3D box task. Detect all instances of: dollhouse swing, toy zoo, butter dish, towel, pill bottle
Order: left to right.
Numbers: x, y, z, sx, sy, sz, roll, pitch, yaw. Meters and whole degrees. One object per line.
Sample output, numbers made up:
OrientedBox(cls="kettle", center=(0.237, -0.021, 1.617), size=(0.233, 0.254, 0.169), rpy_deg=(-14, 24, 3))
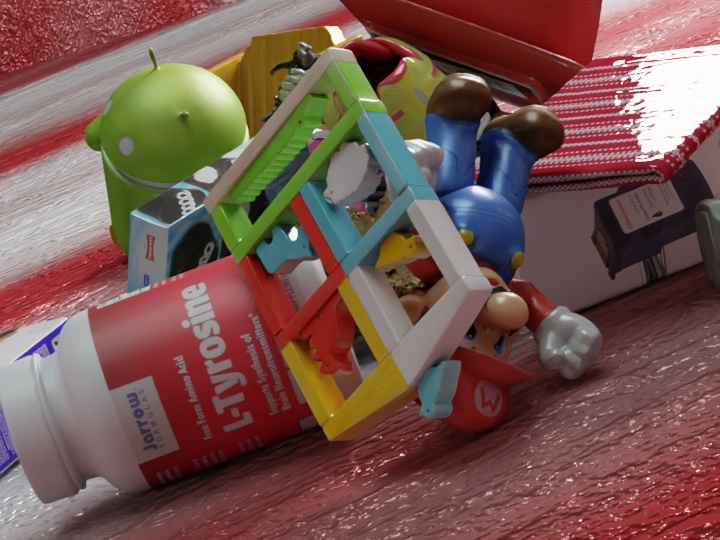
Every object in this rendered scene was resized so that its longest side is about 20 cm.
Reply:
OrientedBox(cls="pill bottle", center=(-0.105, 0.062, 1.264), size=(0.199, 0.113, 0.112), rpy_deg=(-21, 13, -2))
OrientedBox(cls="dollhouse swing", center=(-0.121, -0.120, 1.912), size=(0.175, 0.183, 0.200), rpy_deg=(-4, 3, -34))
OrientedBox(cls="toy zoo", center=(-0.004, -0.002, 1.160), size=(0.020, 0.200, 0.131), rpy_deg=(2, -40, -45))
OrientedBox(cls="butter dish", center=(0.098, -0.206, 1.538), size=(0.199, 0.148, 0.199), rpy_deg=(20, -2, 13))
OrientedBox(cls="towel", center=(0.165, -0.092, 1.317), size=(0.144, 0.023, 0.200), rpy_deg=(-4, 24, 36))

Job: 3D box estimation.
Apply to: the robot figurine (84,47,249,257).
OrientedBox(cls="robot figurine", center=(-0.142, -0.077, 1.688), size=(0.115, 0.200, 0.176), rpy_deg=(-21, 52, -17))

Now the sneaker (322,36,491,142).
OrientedBox(cls="sneaker", center=(0.012, -0.129, 1.487), size=(0.078, 0.090, 0.200), rpy_deg=(-52, 28, -9))

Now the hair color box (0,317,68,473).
OrientedBox(cls="hair color box", center=(-0.275, 0.104, 1.448), size=(0.109, 0.065, 0.200), rpy_deg=(-14, 13, 26))

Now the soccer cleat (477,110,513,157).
OrientedBox(cls="soccer cleat", center=(0.141, -0.084, 1.541), size=(0.199, 0.087, 0.070), rpy_deg=(-26, 15, -25))

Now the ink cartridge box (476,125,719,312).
OrientedBox(cls="ink cartridge box", center=(0.167, -0.049, 1.369), size=(0.199, 0.085, 0.145), rpy_deg=(-21, 14, -7))

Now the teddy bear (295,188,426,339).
OrientedBox(cls="teddy bear", center=(0.000, 0.000, 1.397), size=(0.199, 0.067, 0.145), rpy_deg=(-4, 48, 36))

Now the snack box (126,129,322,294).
OrientedBox(cls="snack box", center=(-0.097, -0.022, 1.571), size=(0.037, 0.117, 0.200), rpy_deg=(21, 33, 24))

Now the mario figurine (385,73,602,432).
OrientedBox(cls="mario figurine", center=(0.074, -0.009, 1.180), size=(0.123, 0.201, 0.106), rpy_deg=(4, -25, 6))

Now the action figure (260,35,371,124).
OrientedBox(cls="action figure", center=(-0.007, -0.142, 1.762), size=(0.119, 0.102, 0.200), rpy_deg=(-35, 55, -18))

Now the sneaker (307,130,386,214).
OrientedBox(cls="sneaker", center=(0.007, -0.031, 1.539), size=(0.079, 0.096, 0.200), rpy_deg=(2, 22, -11))

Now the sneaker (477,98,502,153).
OrientedBox(cls="sneaker", center=(0.064, -0.101, 1.603), size=(0.072, 0.073, 0.200), rpy_deg=(-37, -12, -5))

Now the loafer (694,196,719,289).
OrientedBox(cls="loafer", center=(0.232, -0.013, 1.181), size=(0.063, 0.072, 0.200), rpy_deg=(-13, 10, -2))
